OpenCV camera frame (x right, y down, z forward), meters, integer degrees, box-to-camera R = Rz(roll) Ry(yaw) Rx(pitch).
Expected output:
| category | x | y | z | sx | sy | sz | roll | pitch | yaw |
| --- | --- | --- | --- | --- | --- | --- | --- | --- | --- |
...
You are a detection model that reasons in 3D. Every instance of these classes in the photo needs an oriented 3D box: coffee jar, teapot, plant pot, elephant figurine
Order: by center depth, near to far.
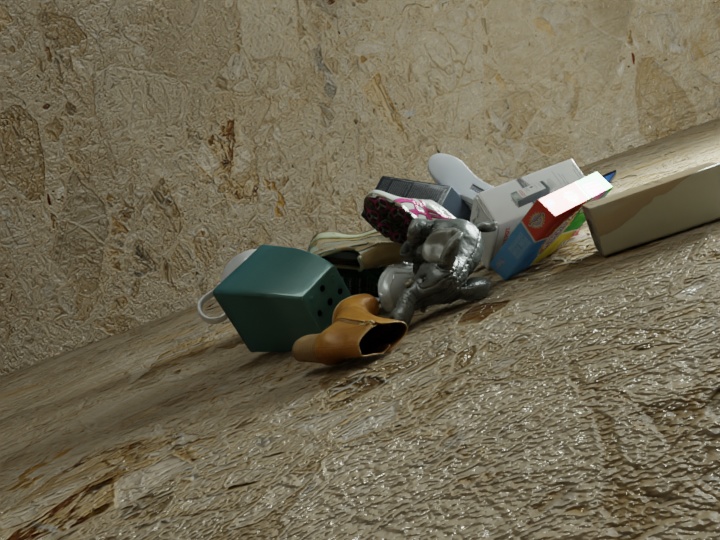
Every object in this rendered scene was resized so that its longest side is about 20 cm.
| category | x | y | z | sx | sy | sz | roll | pitch | yaw |
| --- | --- | --- | --- | --- | --- | --- | --- | --- | --- |
| elephant figurine | 0.132 | 0.004 | 1.257 | 0.141 | 0.156 | 0.200 | 19 | 24 | -9 |
| plant pot | -0.118 | 0.051 | 1.386 | 0.200 | 0.142 | 0.141 | 1 | 39 | 47 |
| coffee jar | 0.000 | 0.000 | 1.500 | 0.199 | 0.086 | 0.104 | 5 | 41 | 4 |
| teapot | -0.220 | 0.060 | 1.771 | 0.200 | 0.197 | 0.146 | -40 | 32 | 30 |

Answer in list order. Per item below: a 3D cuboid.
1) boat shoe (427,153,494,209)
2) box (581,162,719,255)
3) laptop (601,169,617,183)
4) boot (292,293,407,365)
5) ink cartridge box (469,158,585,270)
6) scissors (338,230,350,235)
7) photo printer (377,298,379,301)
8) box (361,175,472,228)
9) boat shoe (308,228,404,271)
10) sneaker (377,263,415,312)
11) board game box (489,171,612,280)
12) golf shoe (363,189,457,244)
| category | x | y | z | sx | sy | sz | roll | pitch | yaw |
| --- | --- | --- | --- | --- | --- | --- | --- | --- | --- |
| boat shoe | 0.224 | -0.171 | 1.702 | 0.072 | 0.200 | 0.066 | -59 | -4 | -17 |
| box | 0.447 | -0.093 | 1.228 | 0.199 | 0.078 | 0.095 | -19 | 4 | 9 |
| laptop | 0.402 | -0.148 | 1.690 | 0.199 | 0.104 | 0.177 | 4 | -12 | -21 |
| boot | 0.013 | 0.083 | 1.153 | 0.144 | 0.071 | 0.201 | -8 | 15 | 39 |
| ink cartridge box | 0.304 | -0.100 | 1.475 | 0.199 | 0.085 | 0.146 | -19 | -31 | -11 |
| scissors | 0.036 | -0.048 | 1.649 | 0.073 | 0.014 | 0.200 | -16 | 31 | -30 |
| photo printer | -0.044 | 0.051 | 1.614 | 0.200 | 0.070 | 0.166 | -22 | 6 | -27 |
| box | 0.130 | -0.109 | 1.736 | 0.200 | 0.148 | 0.107 | 16 | 71 | 43 |
| boat shoe | 0.008 | -0.026 | 1.415 | 0.199 | 0.072 | 0.076 | -5 | 35 | 9 |
| sneaker | 0.111 | 0.015 | 1.397 | 0.099 | 0.078 | 0.200 | -10 | 11 | 44 |
| board game box | 0.315 | -0.075 | 1.341 | 0.200 | 0.040 | 0.153 | -25 | -25 | -43 |
| golf shoe | 0.094 | -0.086 | 1.381 | 0.073 | 0.200 | 0.092 | -49 | 21 | 41 |
